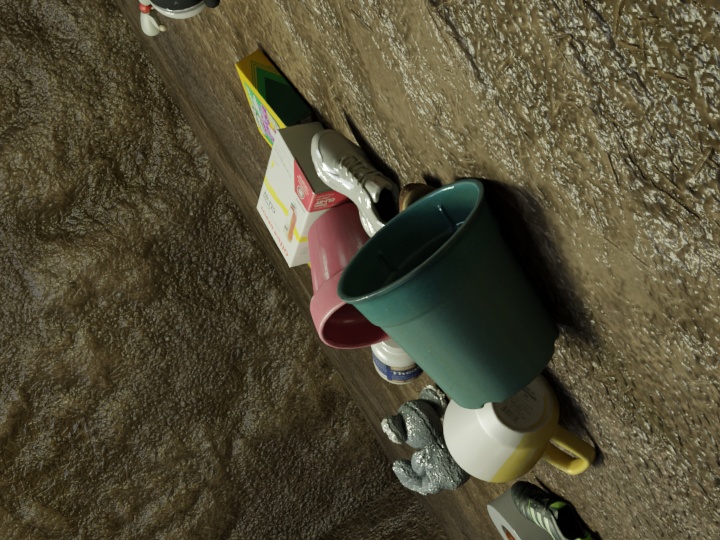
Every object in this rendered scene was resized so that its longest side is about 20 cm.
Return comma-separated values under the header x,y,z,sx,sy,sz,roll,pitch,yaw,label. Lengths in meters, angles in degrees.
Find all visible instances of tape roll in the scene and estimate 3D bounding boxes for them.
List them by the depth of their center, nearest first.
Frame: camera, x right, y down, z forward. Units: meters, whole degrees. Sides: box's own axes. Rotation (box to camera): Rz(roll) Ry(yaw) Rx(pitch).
x,y,z,sx,sy,sz,roll,pitch,yaw,label
0.344,0.545,1.825,0.201,0.066,0.200,54,169,15,tape roll

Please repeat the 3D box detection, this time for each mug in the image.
x,y,z,sx,sy,sz,roll,pitch,yaw,label
0.218,0.199,1.219,0.153,0.185,0.150,103,165,-65,mug

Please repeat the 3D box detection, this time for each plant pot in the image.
x,y,z,sx,sy,sz,roll,pitch,yaw,label
0.110,0.037,1.004,0.196,0.200,0.200,51,172,-16,plant pot
0.000,0.000,1.432,0.200,0.199,0.180,75,174,-62,plant pot

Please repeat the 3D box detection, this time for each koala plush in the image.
x,y,z,sx,sy,sz,roll,pitch,yaw,label
0.146,0.361,1.926,0.201,0.177,0.184,63,164,-11,koala plush

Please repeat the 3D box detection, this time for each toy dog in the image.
x,y,z,sx,sy,sz,roll,pitch,yaw,label
-0.425,-0.580,1.887,0.096,0.133,0.200,16,169,4,toy dog

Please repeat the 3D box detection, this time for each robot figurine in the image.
x,y,z,sx,sy,sz,roll,pitch,yaw,label
-0.304,-0.501,1.455,0.200,0.124,0.151,87,171,-72,robot figurine

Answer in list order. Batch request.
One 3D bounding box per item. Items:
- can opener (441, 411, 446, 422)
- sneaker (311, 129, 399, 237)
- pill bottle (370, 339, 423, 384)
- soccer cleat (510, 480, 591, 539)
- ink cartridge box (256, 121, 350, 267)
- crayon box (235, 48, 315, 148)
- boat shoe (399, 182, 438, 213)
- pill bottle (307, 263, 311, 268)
x,y,z,sx,sy,sz,roll,pitch,yaw,label
0.215,0.345,1.811,0.079,0.063,0.201,45,165,46,can opener
0.009,-0.131,1.297,0.200,0.078,0.099,48,164,-5,sneaker
0.075,0.139,1.691,0.111,0.111,0.200,53,170,20,pill bottle
0.327,0.412,1.518,0.200,0.067,0.081,43,146,51,soccer cleat
-0.095,-0.124,1.498,0.146,0.083,0.200,59,149,26,ink cartridge box
-0.136,-0.263,1.580,0.173,0.058,0.200,53,169,25,crayon box
0.102,-0.026,1.168,0.201,0.072,0.068,67,172,-24,boat shoe
-0.052,-0.036,1.745,0.200,0.112,0.113,51,169,26,pill bottle
